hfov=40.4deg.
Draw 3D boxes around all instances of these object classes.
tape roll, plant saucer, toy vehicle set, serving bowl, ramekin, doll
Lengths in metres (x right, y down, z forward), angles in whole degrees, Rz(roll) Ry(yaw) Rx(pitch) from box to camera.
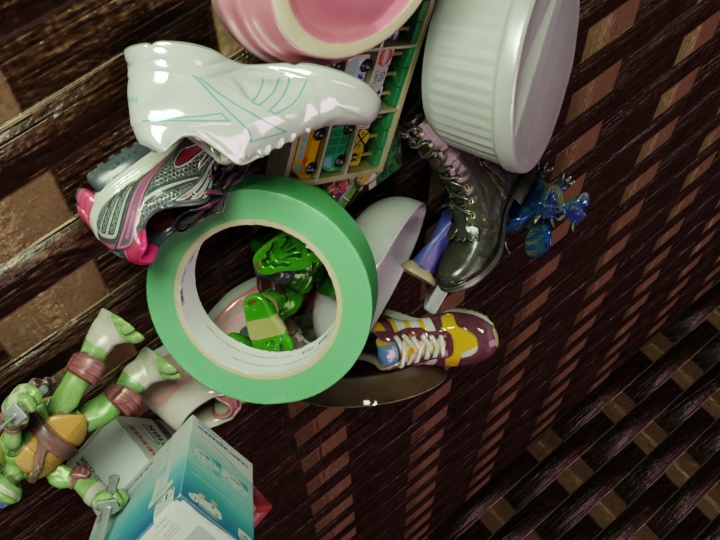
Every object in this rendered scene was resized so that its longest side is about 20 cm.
[{"bbox_3d":[-0.085,0.019,0.858,0.201,0.200,0.048,-54,-174,21],"label":"tape roll"},{"bbox_3d":[0.011,0.129,1.270,0.200,0.200,0.035,-18,106,-46],"label":"plant saucer"},{"bbox_3d":[-0.007,-0.167,0.841,0.124,0.027,0.201,-17,137,-39],"label":"toy vehicle set"},{"bbox_3d":[0.000,0.000,1.097,0.201,0.066,0.200,-59,170,-17],"label":"serving bowl"},{"bbox_3d":[-0.012,-0.230,0.696,0.200,0.051,0.201,-26,141,-24],"label":"plant saucer"},{"bbox_3d":[0.128,-0.196,0.898,0.202,0.094,0.203,-50,148,-48],"label":"ramekin"},{"bbox_3d":[0.114,-0.081,1.143,0.201,0.048,0.136,-62,172,-2],"label":"doll"}]

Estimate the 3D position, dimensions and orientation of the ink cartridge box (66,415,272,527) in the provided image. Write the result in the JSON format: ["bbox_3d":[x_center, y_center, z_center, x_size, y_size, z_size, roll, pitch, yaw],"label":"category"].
[{"bbox_3d":[-0.209,0.244,1.095,0.084,0.144,0.200,-48,157,6],"label":"ink cartridge box"}]

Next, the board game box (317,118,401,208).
[{"bbox_3d":[-0.006,-0.134,0.953,0.105,0.023,0.200,-40,157,-16],"label":"board game box"}]

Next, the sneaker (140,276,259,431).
[{"bbox_3d":[-0.132,0.093,1.015,0.200,0.105,0.076,-36,145,-18],"label":"sneaker"}]

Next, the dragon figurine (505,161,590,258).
[{"bbox_3d":[0.190,-0.054,1.103,0.200,0.059,0.100,-48,-166,53],"label":"dragon figurine"}]

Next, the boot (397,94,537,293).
[{"bbox_3d":[0.094,-0.098,1.017,0.174,0.069,0.201,42,68,-37],"label":"boot"}]

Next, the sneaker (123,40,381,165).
[{"bbox_3d":[-0.077,-0.115,0.720,0.199,0.070,0.081,1,91,-29],"label":"sneaker"}]

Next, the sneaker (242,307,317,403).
[{"bbox_3d":[-0.107,0.087,1.114,0.200,0.067,0.090,-12,133,-51],"label":"sneaker"}]

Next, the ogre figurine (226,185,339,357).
[{"bbox_3d":[-0.068,-0.001,0.940,0.120,0.098,0.201,-55,154,-65],"label":"ogre figurine"}]

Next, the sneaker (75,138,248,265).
[{"bbox_3d":[-0.124,-0.083,0.776,0.200,0.075,0.081,-42,156,-9],"label":"sneaker"}]

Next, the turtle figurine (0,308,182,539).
[{"bbox_3d":[-0.239,0.143,0.850,0.194,0.144,0.200,-52,-170,-17],"label":"turtle figurine"}]

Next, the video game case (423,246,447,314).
[{"bbox_3d":[0.135,-0.050,1.211,0.201,0.017,0.143,-61,-178,14],"label":"video game case"}]

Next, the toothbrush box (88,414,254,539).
[{"bbox_3d":[-0.173,0.236,0.874,0.146,0.085,0.200,-47,-167,2],"label":"toothbrush box"}]

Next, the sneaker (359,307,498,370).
[{"bbox_3d":[0.066,0.092,1.186,0.090,0.199,0.075,-36,119,-54],"label":"sneaker"}]
